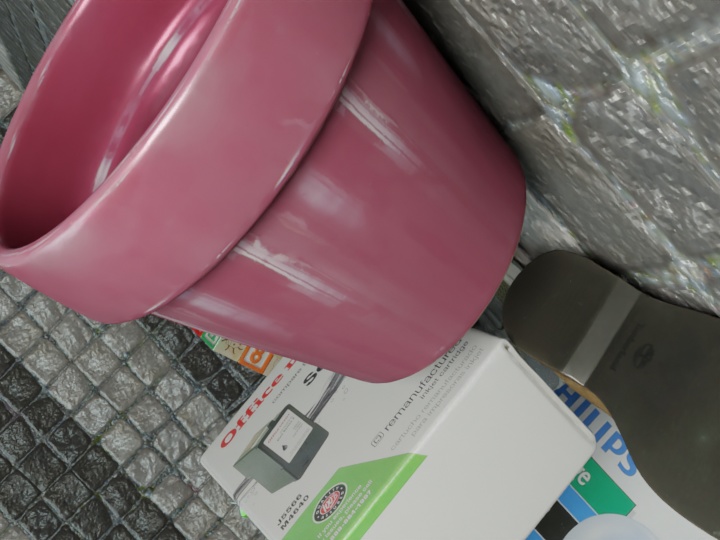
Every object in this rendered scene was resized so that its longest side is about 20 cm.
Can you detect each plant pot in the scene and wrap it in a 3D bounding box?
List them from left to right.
[{"bbox_3d":[-0.033,-0.047,0.527,0.178,0.202,0.200,34,178,-30],"label":"plant pot"}]

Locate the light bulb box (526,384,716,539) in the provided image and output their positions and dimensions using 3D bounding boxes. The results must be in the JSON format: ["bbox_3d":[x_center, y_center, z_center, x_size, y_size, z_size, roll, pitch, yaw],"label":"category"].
[{"bbox_3d":[0.110,0.193,0.799,0.198,0.200,0.125,45,169,4],"label":"light bulb box"}]

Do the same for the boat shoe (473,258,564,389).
[{"bbox_3d":[0.047,0.003,0.705,0.202,0.065,0.074,50,170,-25],"label":"boat shoe"}]

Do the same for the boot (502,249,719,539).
[{"bbox_3d":[0.146,0.059,0.542,0.075,0.074,0.200,34,-173,-38],"label":"boot"}]

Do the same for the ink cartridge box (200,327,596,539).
[{"bbox_3d":[0.009,0.098,0.665,0.084,0.146,0.200,44,170,-22],"label":"ink cartridge box"}]

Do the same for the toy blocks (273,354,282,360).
[{"bbox_3d":[0.008,0.070,1.026,0.135,0.101,0.199,7,-158,-45],"label":"toy blocks"}]

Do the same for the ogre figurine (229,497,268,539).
[{"bbox_3d":[-0.027,0.194,1.044,0.199,0.118,0.100,31,121,51],"label":"ogre figurine"}]

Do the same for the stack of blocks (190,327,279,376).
[{"bbox_3d":[-0.042,0.049,1.129,0.199,0.116,0.058,31,-178,-37],"label":"stack of blocks"}]
